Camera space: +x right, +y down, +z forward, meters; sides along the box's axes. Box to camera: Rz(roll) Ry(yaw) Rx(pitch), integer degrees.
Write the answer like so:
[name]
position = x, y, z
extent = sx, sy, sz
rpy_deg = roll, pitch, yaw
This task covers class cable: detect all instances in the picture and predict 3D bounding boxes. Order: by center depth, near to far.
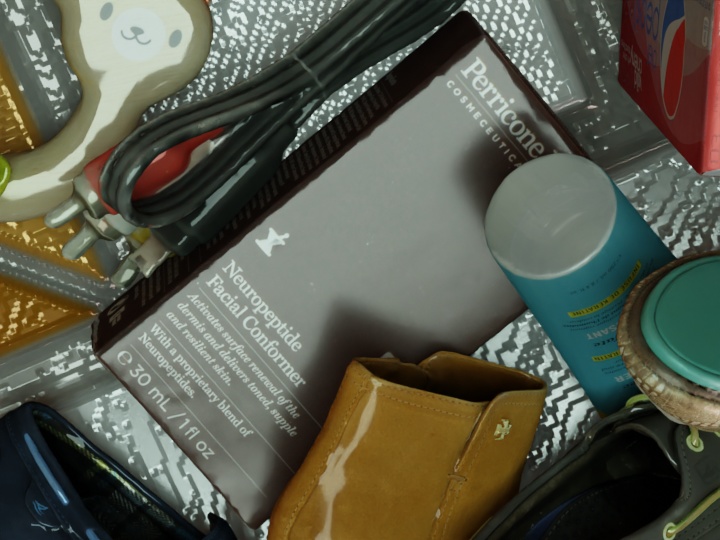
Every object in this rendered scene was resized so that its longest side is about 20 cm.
[cable]
position = -0.041, -0.072, 1.059
extent = 0.200, 0.097, 0.050
rpy_deg = -46, 65, -2

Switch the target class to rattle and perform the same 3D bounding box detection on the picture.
[rattle]
position = -0.113, -0.087, 1.028
extent = 0.200, 0.143, 0.130
rpy_deg = -18, 89, 6

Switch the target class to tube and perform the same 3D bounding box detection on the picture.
[tube]
position = 0.105, 0.020, 1.064
extent = 0.077, 0.050, 0.200
rpy_deg = -32, 147, 8

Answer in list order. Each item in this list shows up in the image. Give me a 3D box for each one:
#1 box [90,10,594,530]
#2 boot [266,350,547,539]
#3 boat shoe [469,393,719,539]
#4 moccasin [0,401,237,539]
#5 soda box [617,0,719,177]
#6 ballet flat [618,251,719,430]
[box]
position = 0.000, 0.000, 1.087
extent = 0.200, 0.075, 0.100
rpy_deg = -40, 103, 4
[boot]
position = 0.045, 0.108, 1.077
extent = 0.201, 0.071, 0.144
rpy_deg = 16, 103, -46
[boat shoe]
position = 0.113, 0.084, 1.043
extent = 0.201, 0.072, 0.061
rpy_deg = -40, 135, -25
[moccasin]
position = -0.076, 0.129, 1.095
extent = 0.200, 0.080, 0.068
rpy_deg = 34, 113, -5
[soda box]
position = 0.141, -0.085, 1.010
extent = 0.063, 0.200, 0.070
rpy_deg = 2, 102, -4
[ballet flat]
position = 0.142, 0.025, 1.001
extent = 0.071, 0.200, 0.065
rpy_deg = 51, 127, 13
